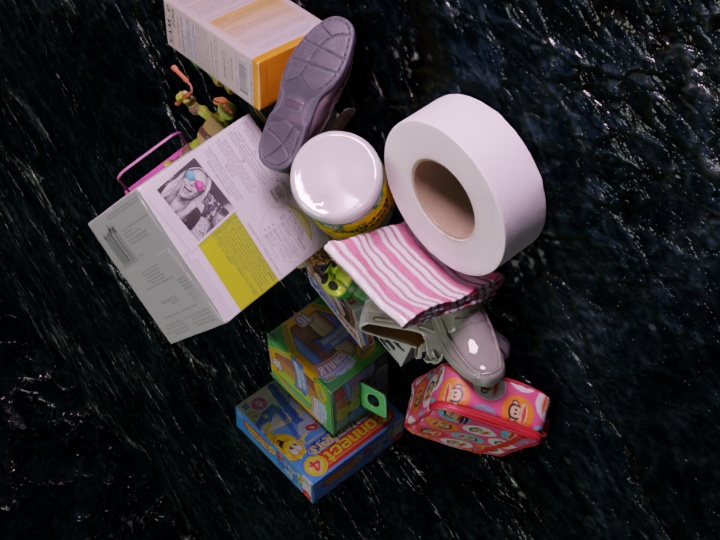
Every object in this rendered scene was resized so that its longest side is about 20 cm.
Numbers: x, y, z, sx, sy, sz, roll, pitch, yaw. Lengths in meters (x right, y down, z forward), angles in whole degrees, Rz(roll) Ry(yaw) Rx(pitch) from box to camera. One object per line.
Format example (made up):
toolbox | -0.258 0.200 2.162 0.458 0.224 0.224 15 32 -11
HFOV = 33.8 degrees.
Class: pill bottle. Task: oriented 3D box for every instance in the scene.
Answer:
pill bottle | -0.016 -0.097 1.481 0.113 0.113 0.200 50 -179 11

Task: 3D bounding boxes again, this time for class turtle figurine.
turtle figurine | -0.236 -0.207 1.813 0.200 0.064 0.162 40 115 5

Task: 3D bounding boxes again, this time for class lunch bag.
lunch bag | 0.160 0.187 1.547 0.175 0.083 0.200 17 162 -8

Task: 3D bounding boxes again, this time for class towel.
towel | 0.067 -0.006 1.419 0.146 0.199 0.030 43 126 25

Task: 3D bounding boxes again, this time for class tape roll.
tape roll | 0.117 -0.097 1.361 0.202 0.071 0.203 40 150 29

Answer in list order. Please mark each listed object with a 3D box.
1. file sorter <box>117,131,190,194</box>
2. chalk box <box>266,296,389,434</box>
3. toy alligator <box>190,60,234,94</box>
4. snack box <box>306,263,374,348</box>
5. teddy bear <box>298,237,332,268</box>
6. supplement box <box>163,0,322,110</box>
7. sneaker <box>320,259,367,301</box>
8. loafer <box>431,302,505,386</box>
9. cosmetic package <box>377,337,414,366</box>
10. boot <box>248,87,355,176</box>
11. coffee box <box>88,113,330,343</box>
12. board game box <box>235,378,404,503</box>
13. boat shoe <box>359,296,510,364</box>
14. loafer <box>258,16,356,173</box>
file sorter | -0.282 -0.102 1.921 0.200 0.139 0.125 52 176 8
chalk box | -0.036 0.161 1.856 0.200 0.123 0.125 40 150 30
toy alligator | -0.175 -0.280 1.637 0.059 0.054 0.200 52 -170 16
snack box | -0.035 0.036 1.770 0.200 0.024 0.072 48 158 53
teddy bear | -0.095 -0.062 1.698 0.144 0.067 0.200 11 154 3
supplement box | -0.142 -0.297 1.509 0.200 0.126 0.074 39 144 33
sneaker | 0.000 0.000 1.615 0.083 0.074 0.200 39 -166 -4
loafer | 0.120 0.055 1.467 0.070 0.070 0.201 87 158 -51
cosmetic package | 0.068 0.052 1.638 0.083 0.051 0.200 48 153 15
boot | -0.072 -0.227 1.564 0.139 0.077 0.201 -54 54 38
coffee box | -0.199 -0.052 1.560 0.201 0.198 0.199 56 149 -9
board game box | -0.065 0.242 1.914 0.196 0.199 0.056 39 148 29
boat shoe | 0.093 0.088 1.532 0.199 0.070 0.071 22 150 3
loafer | -0.062 -0.211 1.444 0.072 0.201 0.063 27 -178 18
